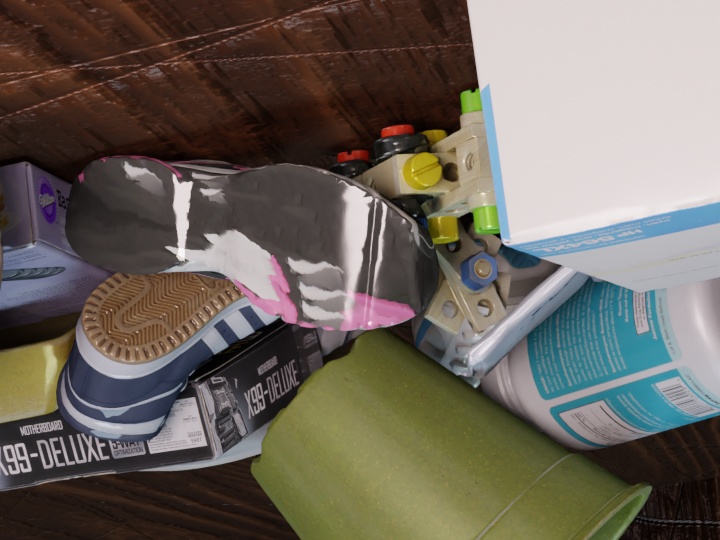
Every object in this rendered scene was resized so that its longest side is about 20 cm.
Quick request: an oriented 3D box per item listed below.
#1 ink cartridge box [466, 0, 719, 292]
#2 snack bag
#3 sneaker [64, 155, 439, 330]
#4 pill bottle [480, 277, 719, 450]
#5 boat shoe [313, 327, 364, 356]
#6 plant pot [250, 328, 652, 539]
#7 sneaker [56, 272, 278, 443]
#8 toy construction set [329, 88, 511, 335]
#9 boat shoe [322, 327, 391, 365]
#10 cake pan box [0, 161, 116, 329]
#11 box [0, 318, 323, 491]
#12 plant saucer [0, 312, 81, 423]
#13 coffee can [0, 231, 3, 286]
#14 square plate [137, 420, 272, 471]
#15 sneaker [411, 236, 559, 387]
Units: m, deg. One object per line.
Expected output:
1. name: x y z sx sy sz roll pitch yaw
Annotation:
1. ink cartridge box: 0.145 -0.069 1.134 0.124 0.130 0.200 -12 167 22
2. snack bag: 0.134 -0.005 1.428 0.200 0.021 0.189 -41 175 -1
3. sneaker: -0.047 -0.025 1.321 0.199 0.081 0.086 17 -168 20
4. pill bottle: 0.166 0.045 1.556 0.110 0.112 0.199 3 163 -44
5. boat shoe: 0.000 0.000 1.557 0.065 0.074 0.200 -21 175 -13
6. plant pot: 0.040 0.140 1.538 0.200 0.190 0.200 -44 166 -14
7. sneaker: -0.086 0.026 1.422 0.199 0.070 0.109 -27 158 -36
8. toy construction set: 0.061 -0.038 1.354 0.130 0.093 0.200 -4 157 -23
9. boat shoe: -0.078 0.050 1.715 0.199 0.072 0.065 -10 166 -24
10. cake pan box: -0.234 -0.002 1.400 0.199 0.053 0.184 -12 166 15
11. box: -0.142 0.082 1.557 0.199 0.050 0.158 -10 -170 27
12. plant saucer: -0.228 0.057 1.527 0.199 0.049 0.200 -12 -170 16
13. coffee can: -0.277 0.007 1.161 0.146 0.147 0.199 2 165 -42
14. square plate: -0.092 0.102 1.678 0.197 0.029 0.199 -14 -175 -40
15. sneaker: 0.086 0.024 1.676 0.076 0.081 0.200 -4 167 -13
